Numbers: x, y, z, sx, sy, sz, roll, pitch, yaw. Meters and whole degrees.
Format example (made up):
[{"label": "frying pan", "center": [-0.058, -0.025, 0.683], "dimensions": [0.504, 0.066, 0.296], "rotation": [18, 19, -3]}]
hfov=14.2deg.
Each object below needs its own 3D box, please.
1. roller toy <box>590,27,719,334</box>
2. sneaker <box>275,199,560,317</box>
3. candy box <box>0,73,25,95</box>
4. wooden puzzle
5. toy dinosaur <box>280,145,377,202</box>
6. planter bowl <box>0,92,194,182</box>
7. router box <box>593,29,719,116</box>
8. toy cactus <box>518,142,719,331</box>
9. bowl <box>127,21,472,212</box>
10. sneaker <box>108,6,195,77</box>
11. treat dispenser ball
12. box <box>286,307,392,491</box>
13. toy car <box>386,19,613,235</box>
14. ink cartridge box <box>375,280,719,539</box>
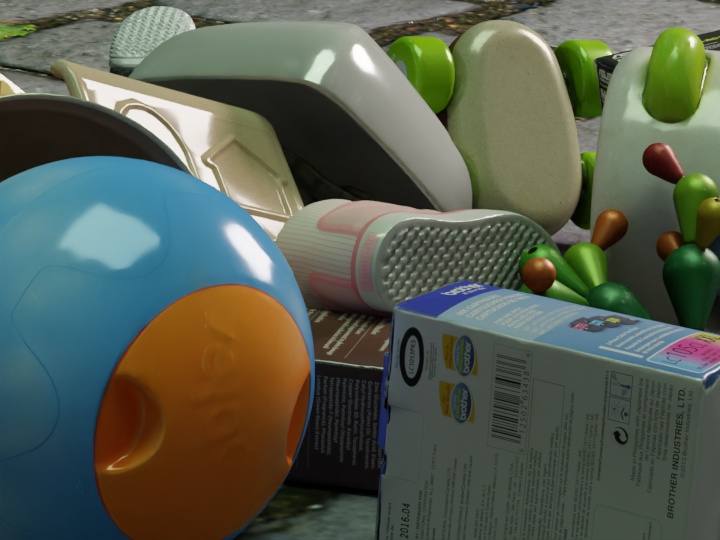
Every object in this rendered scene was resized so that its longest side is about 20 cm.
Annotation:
[{"label": "roller toy", "center": [0.221, -0.043, 1.782], "dimensions": [0.139, 0.183, 0.200], "rotation": [5, -8, 12]}, {"label": "sneaker", "center": [0.030, -0.002, 1.660], "dimensions": [0.104, 0.076, 0.200], "rotation": [6, -2, 38]}, {"label": "candy box", "center": [-0.232, -0.060, 1.643], "dimensions": [0.056, 0.200, 0.117], "rotation": [-24, 39, 36]}, {"label": "wooden puzzle", "center": [-0.092, -0.024, 1.688], "dimensions": [0.185, 0.046, 0.201], "rotation": [12, 45, -52]}, {"label": "toy dinosaur", "center": [-0.014, -0.031, 1.852], "dimensions": [0.200, 0.048, 0.088], "rotation": [32, -27, -1]}, {"label": "planter bowl", "center": [-0.180, 0.012, 1.530], "dimensions": [0.199, 0.201, 0.135], "rotation": [-1, -2, -15]}, {"label": "router box", "center": [0.263, -0.087, 1.940], "dimensions": [0.199, 0.151, 0.062], "rotation": [-14, 18, -17]}, {"label": "toy cactus", "center": [0.163, 0.029, 1.628], "dimensions": [0.165, 0.102, 0.200], "rotation": [37, 59, 12]}, {"label": "bowl", "center": [-0.031, -0.093, 1.880], "dimensions": [0.199, 0.075, 0.200], "rotation": [2, -34, 41]}, {"label": "sneaker", "center": [-0.157, -0.084, 2.067], "dimensions": [0.075, 0.115, 0.200], "rotation": [6, 50, 14]}, {"label": "treat dispenser ball", "center": [-0.121, 0.047, 1.365], "dimensions": [0.200, 0.202, 0.201], "rotation": [3, 16, -1]}, {"label": "box", "center": [0.026, 0.072, 1.545], "dimensions": [0.199, 0.075, 0.100], "rotation": [5, 15, 13]}, {"label": "toy car", "center": [0.069, -0.078, 2.047], "dimensions": [0.164, 0.159, 0.200], "rotation": [-1, -13, -28]}, {"label": "ink cartridge box", "center": [0.084, 0.086, 1.382], "dimensions": [0.199, 0.137, 0.076], "rotation": [12, 16, 29]}]
